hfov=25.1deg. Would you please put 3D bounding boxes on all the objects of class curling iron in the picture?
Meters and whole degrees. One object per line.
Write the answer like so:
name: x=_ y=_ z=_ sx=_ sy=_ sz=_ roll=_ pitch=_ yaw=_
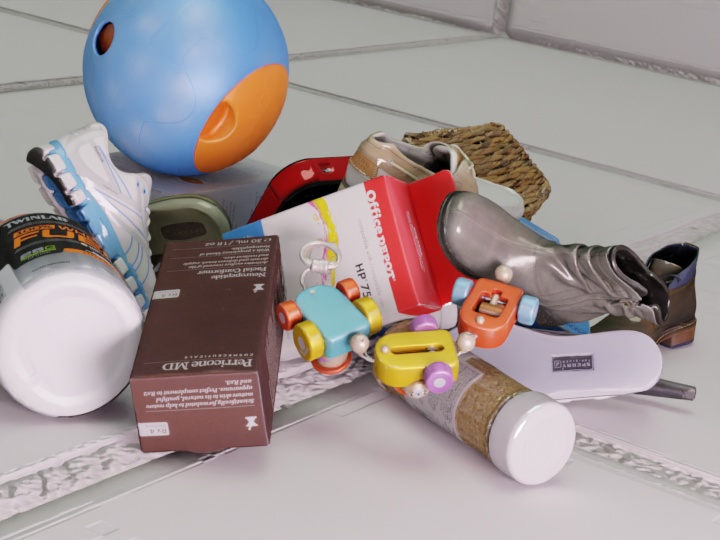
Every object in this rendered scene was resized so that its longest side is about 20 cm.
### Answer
curling iron: x=0.203 y=0.089 z=1.453 sx=0.198 sy=0.050 sz=0.026 roll=16 pitch=50 yaw=14

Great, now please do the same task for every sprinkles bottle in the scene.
sprinkles bottle: x=0.087 y=0.102 z=1.300 sx=0.068 sy=0.069 sz=0.199 roll=-4 pitch=20 yaw=-33

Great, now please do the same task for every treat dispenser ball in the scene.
treat dispenser ball: x=-0.167 y=-0.193 z=1.551 sx=0.198 sy=0.204 sz=0.201 roll=7 pitch=16 yaw=-2

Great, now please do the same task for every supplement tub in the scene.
supplement tub: x=-0.251 y=0.027 z=1.304 sx=0.121 sy=0.124 sz=0.200 roll=1 pitch=18 yaw=-22

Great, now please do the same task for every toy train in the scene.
toy train: x=0.034 y=0.045 z=1.280 sx=0.197 sy=0.056 sz=0.151 roll=13 pitch=39 yaw=12

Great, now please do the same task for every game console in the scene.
game console: x=-0.030 y=-0.047 z=1.588 sx=0.198 sy=0.177 sz=0.031 roll=-6 pitch=56 yaw=-39

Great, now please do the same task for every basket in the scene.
basket: x=0.110 y=-0.070 z=1.895 sx=0.199 sy=0.149 sz=0.143 roll=-12 pitch=58 yaw=-48

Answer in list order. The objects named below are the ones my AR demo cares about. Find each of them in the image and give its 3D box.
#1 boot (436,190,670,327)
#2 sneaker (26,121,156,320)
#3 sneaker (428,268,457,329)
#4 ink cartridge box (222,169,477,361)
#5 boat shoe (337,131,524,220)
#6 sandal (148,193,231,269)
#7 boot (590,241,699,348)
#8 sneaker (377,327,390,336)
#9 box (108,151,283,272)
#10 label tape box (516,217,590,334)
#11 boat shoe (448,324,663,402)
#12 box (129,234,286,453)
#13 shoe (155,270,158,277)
boot: x=0.165 y=-0.013 z=1.334 sx=0.130 sy=0.068 sz=0.199 roll=-5 pitch=-29 yaw=45
sneaker: x=-0.207 y=-0.039 z=1.420 sx=0.086 sy=0.202 sz=0.075 roll=-38 pitch=24 yaw=-28
sneaker: x=0.000 y=0.000 z=1.450 sx=0.114 sy=0.074 sz=0.200 roll=-15 pitch=37 yaw=-21
ink cartridge box: x=-0.007 y=-0.006 z=1.376 sx=0.198 sy=0.118 sz=0.067 roll=-20 pitch=-10 yaw=18
boat shoe: x=0.076 y=-0.078 z=1.469 sx=0.198 sy=0.069 sz=0.075 roll=5 pitch=27 yaw=-37
sandal: x=-0.213 y=-0.022 z=1.482 sx=0.199 sy=0.080 sz=0.058 roll=-13 pitch=37 yaw=25
boot: x=0.269 y=0.030 z=1.569 sx=0.074 sy=0.098 sz=0.199 roll=19 pitch=20 yaw=34
sneaker: x=0.065 y=0.027 z=1.565 sx=0.078 sy=0.067 sz=0.200 roll=26 pitch=22 yaw=18
box: x=-0.179 y=-0.055 z=1.633 sx=0.151 sy=0.108 sz=0.199 roll=19 pitch=20 yaw=33
label tape box: x=0.136 y=0.007 z=1.542 sx=0.142 sy=0.066 sz=0.201 roll=29 pitch=25 yaw=-19
boat shoe: x=0.163 y=0.087 z=1.412 sx=0.197 sy=0.075 sz=0.065 roll=5 pitch=-14 yaw=9
box: x=-0.115 y=0.053 z=1.261 sx=0.099 sy=0.076 sz=0.201 roll=-4 pitch=33 yaw=4
shoe: x=-0.109 y=0.023 z=1.510 sx=0.197 sy=0.054 sz=0.070 roll=-8 pitch=34 yaw=-10
